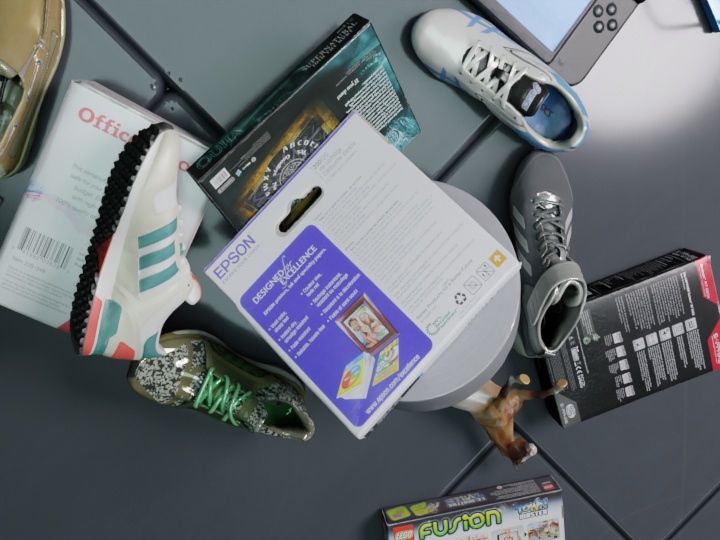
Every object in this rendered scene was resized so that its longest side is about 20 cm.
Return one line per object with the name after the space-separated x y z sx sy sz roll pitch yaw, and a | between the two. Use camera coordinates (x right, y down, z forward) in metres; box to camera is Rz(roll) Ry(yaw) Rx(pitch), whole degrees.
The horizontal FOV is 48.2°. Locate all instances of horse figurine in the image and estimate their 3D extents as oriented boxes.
0.109 0.112 0.805 0.197 0.133 0.050 29 54 1 | horse figurine

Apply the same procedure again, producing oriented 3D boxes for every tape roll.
0.048 0.023 0.737 0.195 0.066 0.205 -4 71 11 | tape roll

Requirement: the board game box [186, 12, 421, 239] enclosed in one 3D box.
-0.043 -0.108 0.717 0.200 0.028 0.136 -44 138 -8 | board game box

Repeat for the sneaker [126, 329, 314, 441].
-0.118 0.114 0.749 0.197 0.088 0.078 21 94 -35 | sneaker

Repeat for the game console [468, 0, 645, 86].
0.189 -0.290 0.715 0.199 0.118 0.172 36 95 -14 | game console

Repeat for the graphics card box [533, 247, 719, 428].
0.278 0.070 0.845 0.196 0.051 0.128 -21 105 -4 | graphics card box

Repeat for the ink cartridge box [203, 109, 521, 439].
0.000 0.000 0.689 0.200 0.043 0.198 44 86 14 | ink cartridge box

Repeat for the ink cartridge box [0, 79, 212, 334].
-0.224 -0.046 0.722 0.145 0.086 0.203 26 96 -16 | ink cartridge box

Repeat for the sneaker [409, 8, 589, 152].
0.135 -0.181 0.756 0.198 0.073 0.073 31 99 -13 | sneaker

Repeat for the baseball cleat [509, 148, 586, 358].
0.183 -0.019 0.760 0.068 0.106 0.205 3 86 -14 | baseball cleat

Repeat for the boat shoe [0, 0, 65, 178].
-0.298 -0.176 0.684 0.070 0.076 0.205 10 98 -8 | boat shoe

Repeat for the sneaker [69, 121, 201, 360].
-0.171 -0.018 0.670 0.092 0.070 0.204 15 99 -33 | sneaker

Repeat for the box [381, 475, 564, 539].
0.126 0.299 0.882 0.195 0.035 0.113 -9 104 -7 | box

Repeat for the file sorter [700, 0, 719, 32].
0.414 -0.336 0.737 0.198 0.123 0.140 -32 106 -1 | file sorter
